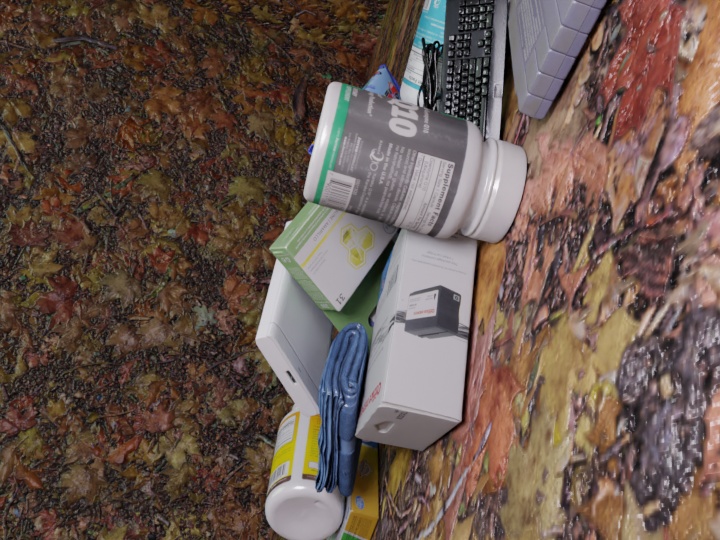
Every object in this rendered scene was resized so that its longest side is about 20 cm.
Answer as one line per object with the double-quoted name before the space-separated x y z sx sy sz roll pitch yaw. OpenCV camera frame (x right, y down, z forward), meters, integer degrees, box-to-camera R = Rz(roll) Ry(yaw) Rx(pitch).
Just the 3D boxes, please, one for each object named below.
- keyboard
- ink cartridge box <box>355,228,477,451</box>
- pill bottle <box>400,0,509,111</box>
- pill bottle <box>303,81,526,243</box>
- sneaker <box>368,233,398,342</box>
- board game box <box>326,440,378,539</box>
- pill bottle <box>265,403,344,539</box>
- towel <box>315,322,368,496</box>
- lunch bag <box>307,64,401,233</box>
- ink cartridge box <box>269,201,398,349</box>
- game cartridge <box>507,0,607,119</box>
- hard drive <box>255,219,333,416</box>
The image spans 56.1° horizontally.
"keyboard" 0.100 -0.190 0.722 0.039 0.102 0.206 1 -87 -52
"ink cartridge box" 0.059 0.071 0.716 0.146 0.081 0.205 113 169 -63
"pill bottle" 0.113 -0.251 0.814 0.111 0.108 0.205 -92 16 -67
"pill bottle" 0.050 -0.098 0.648 0.113 0.195 0.116 -166 90 -83
"sneaker" 0.000 -0.001 0.908 0.080 0.113 0.204 -13 53 67
"board game box" -0.013 0.330 0.991 0.202 0.039 0.156 -88 14 -61
"pill bottle" -0.072 0.274 0.972 0.202 0.106 0.111 -87 13 -60
"towel" -0.022 0.165 0.790 0.113 0.047 0.204 -75 -10 -49
"lunch bag" 0.047 -0.142 0.890 0.093 0.200 0.152 -31 20 35
"ink cartridge box" 0.000 -0.006 0.815 0.047 0.201 0.146 -1 44 53
"game cartridge" 0.175 -0.246 0.614 0.131 0.037 0.203 105 175 -47
"hard drive" -0.070 0.052 0.818 0.203 0.026 0.134 -83 -27 -49
